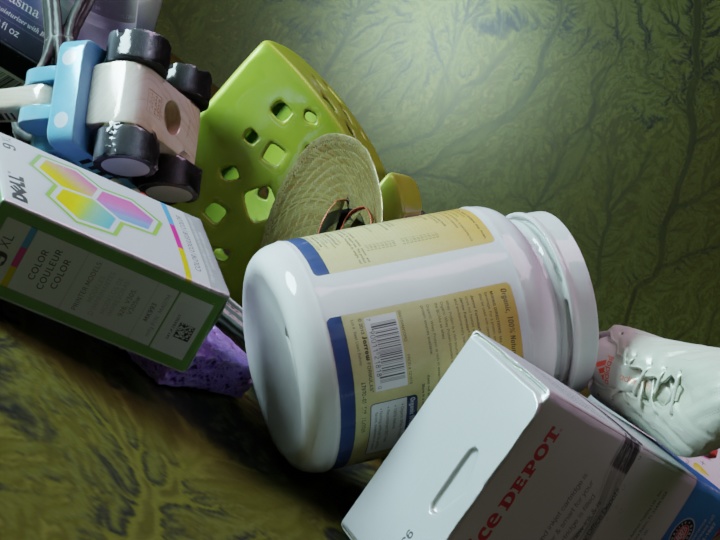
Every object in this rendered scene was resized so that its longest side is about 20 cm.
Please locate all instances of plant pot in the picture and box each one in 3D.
[{"bbox_3d":[-0.062,-0.055,1.311,0.181,0.200,0.199,41,6,5],"label":"plant pot"}]

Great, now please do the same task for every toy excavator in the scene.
[{"bbox_3d":[-0.234,-0.117,1.141,0.198,0.101,0.194,-4,-18,23],"label":"toy excavator"}]

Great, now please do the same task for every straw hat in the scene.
[{"bbox_3d":[0.000,0.000,1.151,0.084,0.203,0.201,12,17,-27],"label":"straw hat"}]

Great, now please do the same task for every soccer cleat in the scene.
[{"bbox_3d":[0.184,0.071,0.969,0.077,0.070,0.200,27,-4,-10],"label":"soccer cleat"}]

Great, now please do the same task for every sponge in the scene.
[{"bbox_3d":[-0.163,0.011,1.023,0.200,0.030,0.111,40,9,22],"label":"sponge"}]

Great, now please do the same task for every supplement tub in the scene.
[{"bbox_3d":[0.037,0.039,0.982,0.198,0.146,0.144,-10,25,-18],"label":"supplement tub"}]

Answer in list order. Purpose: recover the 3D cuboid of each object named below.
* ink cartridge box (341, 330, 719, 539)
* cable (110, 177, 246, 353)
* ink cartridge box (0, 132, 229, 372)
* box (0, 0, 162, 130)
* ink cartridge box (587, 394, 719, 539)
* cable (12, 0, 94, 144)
[{"bbox_3d":[0.109,0.147,0.932,0.199,0.146,0.084,31,6,-39],"label":"ink cartridge box"},{"bbox_3d":[-0.113,0.005,1.107,0.199,0.050,0.098,33,-39,12],"label":"cable"},{"bbox_3d":[-0.180,-0.021,0.895,0.198,0.060,0.104,24,17,-26],"label":"ink cartridge box"},{"bbox_3d":[-0.283,-0.243,1.335,0.199,0.201,0.123,30,-33,-35],"label":"box"},{"bbox_3d":[0.253,0.188,1.208,0.199,0.145,0.148,35,31,-4],"label":"ink cartridge box"},{"bbox_3d":[-0.244,-0.162,1.242,0.096,0.050,0.202,-4,70,-28],"label":"cable"}]
